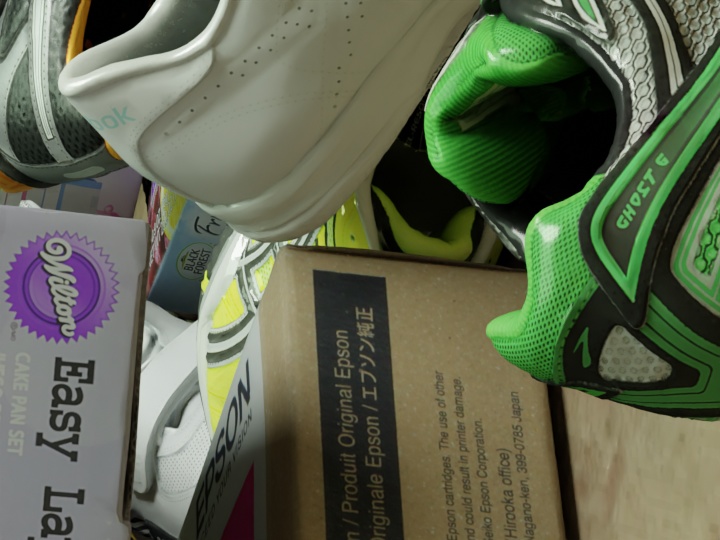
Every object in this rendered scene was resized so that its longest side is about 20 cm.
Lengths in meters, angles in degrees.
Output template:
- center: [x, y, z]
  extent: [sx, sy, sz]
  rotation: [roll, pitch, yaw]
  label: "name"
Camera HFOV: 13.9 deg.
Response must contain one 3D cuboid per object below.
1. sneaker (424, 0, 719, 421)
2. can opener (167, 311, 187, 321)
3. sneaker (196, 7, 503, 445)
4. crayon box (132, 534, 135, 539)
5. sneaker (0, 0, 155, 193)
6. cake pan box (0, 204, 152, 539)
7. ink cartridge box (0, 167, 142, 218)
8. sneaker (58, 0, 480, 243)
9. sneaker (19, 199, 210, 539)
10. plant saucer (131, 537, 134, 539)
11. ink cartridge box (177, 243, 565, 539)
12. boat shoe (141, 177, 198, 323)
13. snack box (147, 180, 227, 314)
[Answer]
- center: [0.056, -0.052, 0.589]
  extent: [0.200, 0.085, 0.078]
  rotation: [-96, 19, -49]
  label: "sneaker"
- center: [-0.063, 0.063, 1.106]
  extent: [0.200, 0.053, 0.067]
  rotation: [-98, 21, -50]
  label: "can opener"
- center: [0.000, 0.000, 0.825]
  extent: [0.076, 0.075, 0.200]
  rotation: [-105, 25, -61]
  label: "sneaker"
- center: [-0.109, 0.112, 0.963]
  extent: [0.119, 0.058, 0.200]
  rotation: [35, 155, 42]
  label: "crayon box"
- center: [-0.070, -0.118, 0.942]
  extent: [0.077, 0.078, 0.200]
  rotation: [9, 84, 48]
  label: "sneaker"
- center: [-0.093, 0.092, 0.733]
  extent: [0.184, 0.052, 0.200]
  rotation: [143, 132, -72]
  label: "cake pan box"
- center: [-0.155, -0.050, 1.080]
  extent: [0.125, 0.128, 0.200]
  rotation: [-112, 30, -46]
  label: "ink cartridge box"
- center: [0.001, -0.105, 0.737]
  extent: [0.200, 0.088, 0.075]
  rotation: [-56, 35, 5]
  label: "sneaker"
- center: [-0.080, 0.039, 0.978]
  extent: [0.075, 0.115, 0.200]
  rotation: [-55, 20, -16]
  label: "sneaker"
- center: [-0.072, 0.162, 0.800]
  extent: [0.200, 0.034, 0.201]
  rotation: [-175, 90, -78]
  label: "plant saucer"
- center: [-0.007, 0.120, 0.781]
  extent: [0.200, 0.075, 0.165]
  rotation: [109, 162, -44]
  label: "ink cartridge box"
- center: [-0.070, -0.065, 1.128]
  extent: [0.075, 0.075, 0.203]
  rotation: [-44, 35, 35]
  label: "boat shoe"
- center: [-0.026, -0.109, 1.022]
  extent: [0.169, 0.068, 0.200]
  rotation: [116, 160, -52]
  label: "snack box"
